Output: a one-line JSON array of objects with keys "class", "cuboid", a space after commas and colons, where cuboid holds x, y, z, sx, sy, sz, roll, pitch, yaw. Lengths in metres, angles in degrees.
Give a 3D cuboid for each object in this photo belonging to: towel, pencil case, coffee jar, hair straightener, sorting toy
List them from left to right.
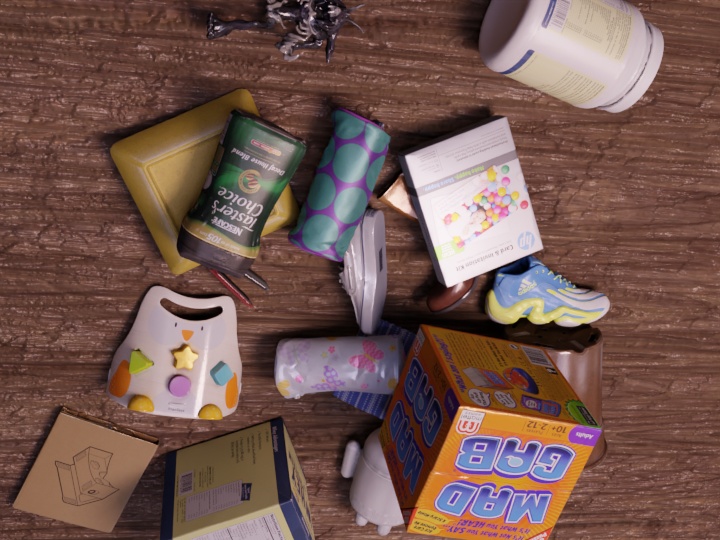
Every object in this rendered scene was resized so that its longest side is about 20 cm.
[{"class": "sorting toy", "cuboid": [-0.262, 0.117, 1.199, 0.200, 0.107, 0.180, 9, 95, -15]}, {"class": "hair straightener", "cuboid": [-0.200, -0.036, 1.158, 0.077, 0.041, 0.200, -44, 111, -1]}, {"class": "coffee jar", "cuboid": [-0.154, -0.094, 1.029, 0.104, 0.085, 0.200, 21, 101, -22]}, {"class": "pencil case", "cuboid": [-0.030, -0.115, 1.105, 0.085, 0.092, 0.200, 9, 107, -49]}, {"class": "pencil case", "cuboid": [-0.030, 0.143, 1.217, 0.200, 0.083, 0.091, -4, 76, 11]}, {"class": "towel", "cuboid": [0.074, 0.169, 1.251, 0.200, 0.024, 0.145, 23, 95, 10]}]

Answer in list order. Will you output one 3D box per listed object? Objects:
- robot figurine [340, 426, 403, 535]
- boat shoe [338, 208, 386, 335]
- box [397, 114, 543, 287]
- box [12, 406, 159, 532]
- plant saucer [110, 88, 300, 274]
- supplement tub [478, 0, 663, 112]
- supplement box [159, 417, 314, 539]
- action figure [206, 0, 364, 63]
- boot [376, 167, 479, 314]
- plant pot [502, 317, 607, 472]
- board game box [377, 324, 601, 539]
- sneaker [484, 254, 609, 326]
[{"class": "robot figurine", "cuboid": [0.049, 0.340, 1.348, 0.169, 0.113, 0.200, 19, 114, 8]}, {"class": "boat shoe", "cuboid": [0.000, 0.000, 1.199, 0.065, 0.074, 0.200, 8, 113, 18]}, {"class": "box", "cuboid": [0.156, -0.097, 1.143, 0.156, 0.041, 0.200, -21, 108, -8]}, {"class": "box", "cuboid": [-0.435, 0.322, 1.295, 0.163, 0.021, 0.200, 24, 109, -21]}, {"class": "plant saucer", "cuboid": [-0.199, -0.111, 1.083, 0.200, 0.048, 0.200, -26, 114, -8]}, {"class": "supplement tub", "cuboid": [0.270, -0.296, 1.050, 0.200, 0.145, 0.145, 18, 112, -19]}, {"class": "supplement box", "cuboid": [-0.189, 0.366, 1.265, 0.199, 0.200, 0.134, -17, 119, -1]}, {"class": "action figure", "cuboid": [-0.088, -0.316, 0.996, 0.200, 0.102, 0.119, 0, 105, -9]}, {"class": "boot", "cuboid": [0.105, -0.052, 1.186, 0.200, 0.069, 0.188, 35, 106, -24]}, {"class": "plant pot", "cuboid": [0.297, 0.184, 1.282, 0.200, 0.200, 0.199, -3, 110, -10]}, {"class": "board game box", "cuboid": [0.163, 0.222, 1.105, 0.200, 0.200, 0.200, 12, 113, -16]}, {"class": "sneaker", "cuboid": [0.294, 0.028, 1.260, 0.200, 0.076, 0.105, -4, 117, -8]}]
